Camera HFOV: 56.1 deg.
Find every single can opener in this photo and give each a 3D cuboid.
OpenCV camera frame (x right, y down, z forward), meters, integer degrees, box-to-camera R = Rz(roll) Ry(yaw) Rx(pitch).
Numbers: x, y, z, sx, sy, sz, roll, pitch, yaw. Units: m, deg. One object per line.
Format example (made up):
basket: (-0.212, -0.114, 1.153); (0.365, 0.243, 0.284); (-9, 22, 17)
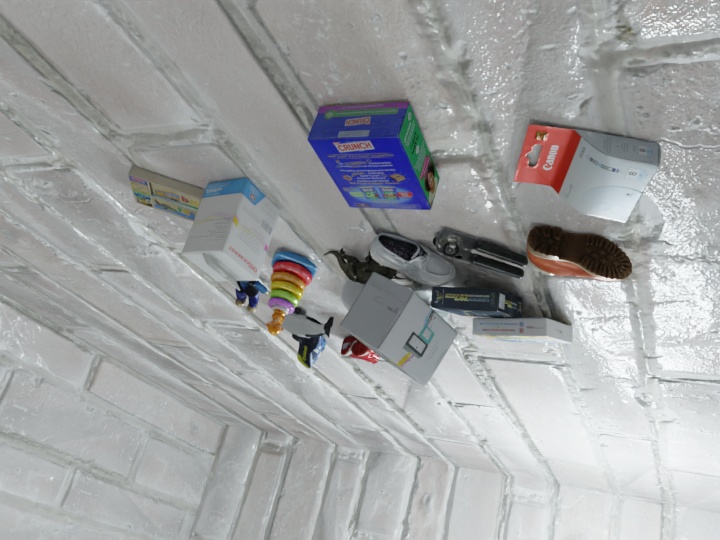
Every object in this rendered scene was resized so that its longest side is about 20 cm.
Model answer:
can opener: (0.245, -0.037, 1.395); (0.196, 0.054, 0.067); (18, -172, -4)

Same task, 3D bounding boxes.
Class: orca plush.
orca plush: (-0.152, 0.151, 2.024); (0.197, 0.071, 0.108); (-11, 100, 38)

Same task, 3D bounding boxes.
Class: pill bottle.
pill bottle: (0.036, 0.096, 1.702); (0.110, 0.114, 0.200); (3, 152, 27)

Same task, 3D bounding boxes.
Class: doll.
doll: (-0.313, 0.046, 1.893); (0.134, 0.049, 0.201); (24, 149, 6)

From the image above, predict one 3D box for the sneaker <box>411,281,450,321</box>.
sneaker: (0.174, 0.094, 1.656); (0.069, 0.082, 0.201); (3, 151, 29)

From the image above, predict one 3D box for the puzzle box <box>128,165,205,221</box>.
puzzle box: (-0.429, -0.166, 1.556); (0.196, 0.026, 0.134); (18, 154, -3)

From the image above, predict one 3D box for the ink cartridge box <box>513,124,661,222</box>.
ink cartridge box: (0.350, -0.153, 1.074); (0.195, 0.048, 0.161); (11, 155, 8)

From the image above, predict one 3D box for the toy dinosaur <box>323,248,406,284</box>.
toy dinosaur: (0.000, 0.000, 1.573); (0.195, 0.078, 0.103); (3, 141, 20)

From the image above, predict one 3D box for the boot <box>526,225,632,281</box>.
boot: (0.412, -0.020, 1.290); (0.196, 0.076, 0.108); (19, 160, 15)

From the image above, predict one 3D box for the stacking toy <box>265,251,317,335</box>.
stacking toy: (-0.189, 0.068, 1.677); (0.114, 0.204, 0.110); (19, 155, -9)

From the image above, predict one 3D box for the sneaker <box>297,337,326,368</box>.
sneaker: (-0.149, 0.224, 2.143); (0.074, 0.082, 0.202); (38, 141, 16)

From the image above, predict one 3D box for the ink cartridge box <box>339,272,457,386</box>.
ink cartridge box: (0.087, 0.130, 1.510); (0.146, 0.147, 0.200); (26, 169, 49)

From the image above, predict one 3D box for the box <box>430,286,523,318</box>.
box: (0.265, 0.074, 1.516); (0.155, 0.052, 0.199); (2, 172, 28)

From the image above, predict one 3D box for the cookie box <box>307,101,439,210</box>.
cookie box: (0.028, -0.191, 1.160); (0.168, 0.077, 0.201); (4, 153, 25)

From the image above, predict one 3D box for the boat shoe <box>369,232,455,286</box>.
boat shoe: (0.117, -0.030, 1.459); (0.197, 0.073, 0.069); (27, 155, 0)

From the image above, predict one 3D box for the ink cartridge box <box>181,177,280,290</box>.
ink cartridge box: (-0.279, -0.073, 1.445); (0.123, 0.204, 0.129); (-1, 151, 32)

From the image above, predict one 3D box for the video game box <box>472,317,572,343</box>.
video game box: (0.385, 0.142, 1.593); (0.179, 0.048, 0.198); (-5, 168, 34)

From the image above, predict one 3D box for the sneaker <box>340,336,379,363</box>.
sneaker: (0.026, 0.237, 2.070); (0.113, 0.080, 0.199); (17, 169, -22)
